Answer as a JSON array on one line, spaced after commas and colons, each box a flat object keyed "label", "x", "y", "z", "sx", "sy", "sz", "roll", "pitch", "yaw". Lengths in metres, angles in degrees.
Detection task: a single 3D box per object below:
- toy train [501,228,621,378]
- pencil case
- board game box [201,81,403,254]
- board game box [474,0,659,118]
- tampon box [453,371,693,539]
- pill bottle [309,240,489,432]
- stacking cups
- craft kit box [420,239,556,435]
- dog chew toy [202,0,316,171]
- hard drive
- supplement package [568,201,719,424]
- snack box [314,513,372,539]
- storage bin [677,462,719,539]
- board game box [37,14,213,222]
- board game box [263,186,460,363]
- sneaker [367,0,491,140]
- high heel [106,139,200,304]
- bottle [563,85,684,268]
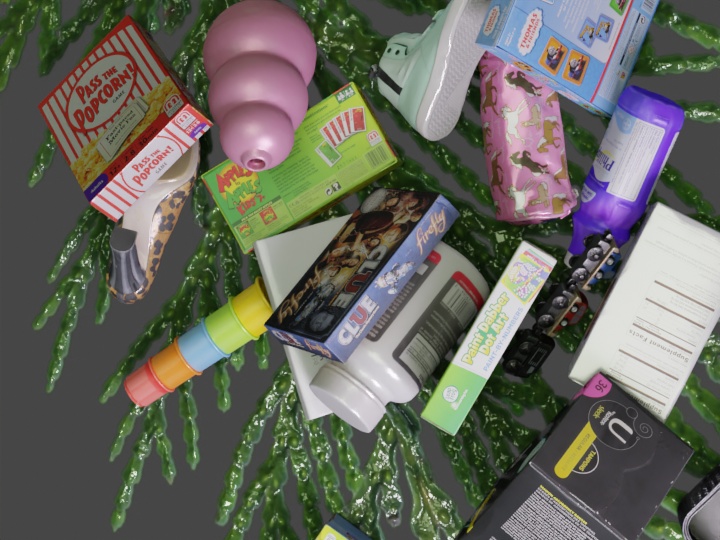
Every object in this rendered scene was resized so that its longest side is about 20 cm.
[{"label": "toy train", "x": 0.215, "y": 0.039, "z": 1.455, "sx": 0.046, "sy": 0.034, "sz": 0.200, "roll": 22, "pitch": 120, "yaw": -18}, {"label": "pencil case", "x": 0.176, "y": -0.149, "z": 1.470, "sx": 0.083, "sy": 0.086, "sz": 0.201, "roll": -10, "pitch": 88, "yaw": 53}, {"label": "board game box", "x": -0.064, "y": -0.112, "z": 1.529, "sx": 0.199, "sy": 0.048, "sz": 0.102, "roll": -31, "pitch": 85, "yaw": 8}, {"label": "board game box", "x": 0.218, "y": -0.262, "z": 1.410, "sx": 0.037, "sy": 0.200, "sz": 0.152, "roll": 22, "pitch": 90, "yaw": 48}, {"label": "tampon box", "x": 0.209, "y": 0.230, "z": 1.385, "sx": 0.126, "sy": 0.150, "sz": 0.200, "roll": 39, "pitch": 140, "yaw": 7}, {"label": "pill bottle", "x": 0.038, "y": 0.068, "z": 1.451, "sx": 0.111, "sy": 0.111, "sz": 0.200, "roll": 37, "pitch": 76, "yaw": 8}, {"label": "stacking cups", "x": -0.175, "y": 0.086, "z": 1.550, "sx": 0.200, "sy": 0.060, "sz": 0.061, "roll": -35, "pitch": 84, "yaw": 13}, {"label": "craft kit box", "x": 0.135, "y": 0.062, "z": 1.418, "sx": 0.048, "sy": 0.197, "sz": 0.201, "roll": 31, "pitch": 96, "yaw": 9}, {"label": "dog chew toy", "x": -0.108, "y": -0.192, "z": 1.471, "sx": 0.124, "sy": 0.125, "sz": 0.201, "roll": -8, "pitch": 56, "yaw": 10}, {"label": "hard drive", "x": -0.027, "y": 0.048, "z": 1.508, "sx": 0.131, "sy": 0.027, "sz": 0.201, "roll": -16, "pitch": 88, "yaw": -17}, {"label": "supplement package", "x": 0.307, "y": 0.043, "z": 1.430, "sx": 0.109, "sy": 0.114, "sz": 0.201, "roll": 27, "pitch": 94, "yaw": 7}, {"label": "snack box", "x": -0.020, "y": 0.400, "z": 1.513, "sx": 0.168, "sy": 0.068, "sz": 0.200, "roll": 34, "pitch": 98, "yaw": 8}, {"label": "storage bin", "x": 0.438, "y": 0.238, "z": 1.419, "sx": 0.135, "sy": 0.094, "sz": 0.200, "roll": 45, "pitch": 98, "yaw": 7}, {"label": "board game box", "x": -0.261, "y": -0.170, "z": 1.511, "sx": 0.151, "sy": 0.046, "sz": 0.200, "roll": -44, "pitch": 47, "yaw": 7}, {"label": "board game box", "x": 0.000, "y": 0.000, "z": 1.436, "sx": 0.035, "sy": 0.135, "sz": 0.200, "roll": 46, "pitch": 72, "yaw": -27}, {"label": "sneaker", "x": 0.077, "y": -0.253, "z": 1.461, "sx": 0.118, "sy": 0.074, "sz": 0.201, "roll": 42, "pitch": 119, "yaw": 39}, {"label": "high heel", "x": -0.233, "y": -0.063, "z": 1.564, "sx": 0.071, "sy": 0.143, "sz": 0.201, "roll": 22, "pitch": 60, "yaw": 6}, {"label": "bottle", "x": 0.272, "y": -0.091, "z": 1.450, "sx": 0.065, "sy": 0.084, "sz": 0.201, "roll": 18, "pitch": 107, "yaw": -10}]
